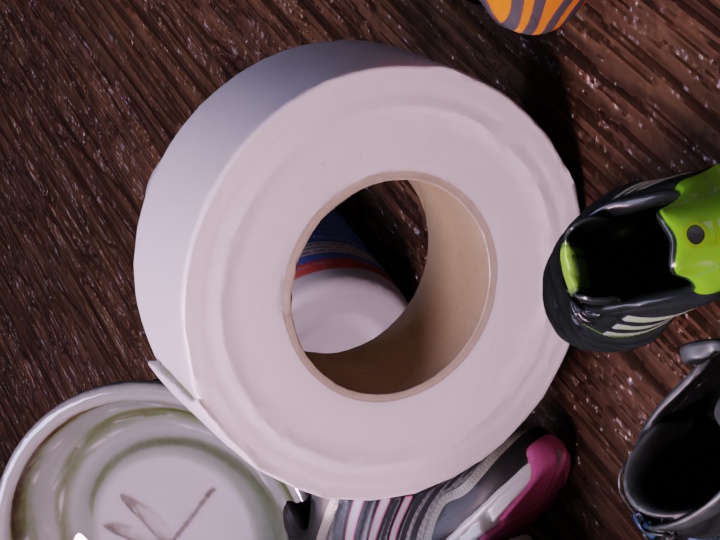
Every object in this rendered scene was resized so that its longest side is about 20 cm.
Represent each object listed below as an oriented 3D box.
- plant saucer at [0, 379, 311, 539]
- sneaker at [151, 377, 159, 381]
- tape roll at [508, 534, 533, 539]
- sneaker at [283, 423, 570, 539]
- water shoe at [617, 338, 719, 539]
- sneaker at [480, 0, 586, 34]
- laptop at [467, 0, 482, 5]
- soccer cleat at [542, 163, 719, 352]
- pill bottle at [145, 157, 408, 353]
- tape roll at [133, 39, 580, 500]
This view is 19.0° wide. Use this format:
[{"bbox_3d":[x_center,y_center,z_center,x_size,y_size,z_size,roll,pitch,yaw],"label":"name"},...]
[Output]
[{"bbox_3d":[-0.106,0.152,1.201,0.050,0.198,0.202,-44,-47,-68],"label":"plant saucer"},{"bbox_3d":[-0.114,0.161,1.291,0.089,0.078,0.202,-162,67,-65],"label":"sneaker"},{"bbox_3d":[0.005,0.193,1.042,0.037,0.202,0.203,60,154,11],"label":"tape roll"},{"bbox_3d":[0.023,0.115,1.075,0.200,0.073,0.088,-41,76,46],"label":"sneaker"},{"bbox_3d":[0.132,0.082,0.844,0.201,0.078,0.072,105,148,-46],"label":"water shoe"},{"bbox_3d":[0.098,-0.149,0.836,0.201,0.077,0.112,105,149,-46],"label":"sneaker"},{"bbox_3d":[0.030,-0.234,0.946,0.201,0.116,0.187,54,-171,1],"label":"laptop"},{"bbox_3d":[0.107,-0.005,0.867,0.200,0.080,0.068,152,108,-67],"label":"soccer cleat"},{"bbox_3d":[-0.054,0.001,1.237,0.200,0.111,0.113,-126,34,-49],"label":"pill bottle"},{"bbox_3d":[0.000,0.000,0.977,0.071,0.201,0.204,-148,52,-61],"label":"tape roll"}]
